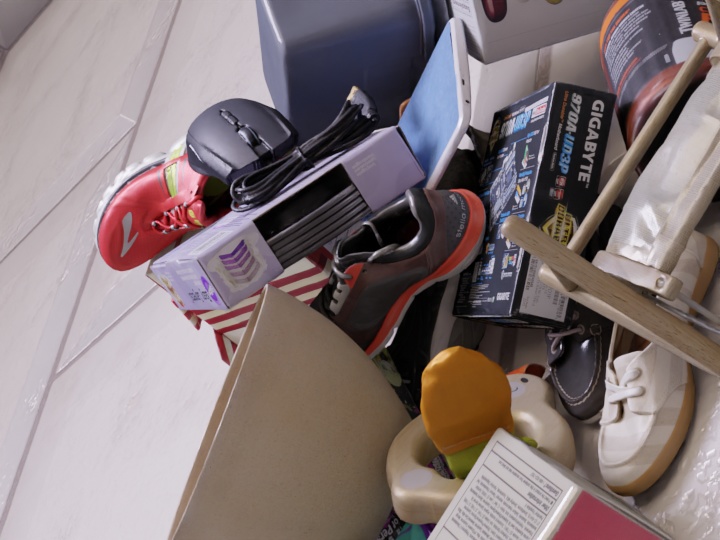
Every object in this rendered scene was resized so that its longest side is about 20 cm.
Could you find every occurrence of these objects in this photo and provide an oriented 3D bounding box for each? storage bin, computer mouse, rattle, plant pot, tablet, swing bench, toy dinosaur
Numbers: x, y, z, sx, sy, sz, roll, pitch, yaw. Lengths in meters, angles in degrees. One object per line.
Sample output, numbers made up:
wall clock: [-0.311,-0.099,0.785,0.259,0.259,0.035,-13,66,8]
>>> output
storage bin: [-0.008,-0.178,1.514,0.200,0.134,0.146,87,164,-64]
computer mouse: [-0.067,-0.116,1.442,0.140,0.046,0.200,-32,22,-7]
rattle: [0.076,0.070,1.231,0.130,0.143,0.200,-17,24,31]
plant pot: [-0.040,0.127,1.296,0.200,0.134,0.201,-158,90,-85]
tablet: [0.041,-0.082,1.424,0.130,0.014,0.200,-92,21,-46]
swing bench: [0.225,-0.043,1.090,0.199,0.200,0.130,-57,-22,-2]
toy dinosaur: [0.062,-0.057,1.506,0.200,0.077,0.103,-41,-28,-38]

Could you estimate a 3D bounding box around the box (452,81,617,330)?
box: [0.118,-0.040,1.304,0.200,0.046,0.160,167,115,-82]

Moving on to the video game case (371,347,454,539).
video game case: [-0.025,0.170,1.408,0.200,0.036,0.182,-48,49,24]

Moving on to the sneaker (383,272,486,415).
sneaker: [0.058,0.066,1.435,0.074,0.079,0.201,16,90,47]

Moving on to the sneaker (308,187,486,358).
sneaker: [0.000,0.000,1.354,0.200,0.082,0.077,-45,47,29]

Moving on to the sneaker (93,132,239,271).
sneaker: [-0.147,-0.061,1.564,0.200,0.077,0.085,-39,40,17]

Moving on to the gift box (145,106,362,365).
gift box: [-0.065,-0.019,1.663,0.186,0.200,0.185,-16,41,39]

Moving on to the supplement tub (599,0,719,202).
supplement tub: [0.223,-0.140,1.292,0.107,0.107,0.200,-47,24,25]

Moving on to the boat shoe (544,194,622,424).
boat shoe: [0.150,0.019,1.299,0.067,0.057,0.201,-40,28,38]

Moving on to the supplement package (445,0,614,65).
supplement package: [0.155,-0.252,1.450,0.199,0.111,0.156,-18,21,-9]

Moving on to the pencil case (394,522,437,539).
pencil case: [0.012,0.243,1.256,0.200,0.085,0.093,-49,49,19]

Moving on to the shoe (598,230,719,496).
shoe: [0.180,0.051,1.194,0.070,0.053,0.201,-28,36,50]

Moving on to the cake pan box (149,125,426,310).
cake pan box: [-0.058,-0.038,1.419,0.184,0.052,0.200,-36,8,-15]

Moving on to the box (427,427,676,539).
box: [0.091,0.215,1.090,0.200,0.109,0.128,-58,21,1]
